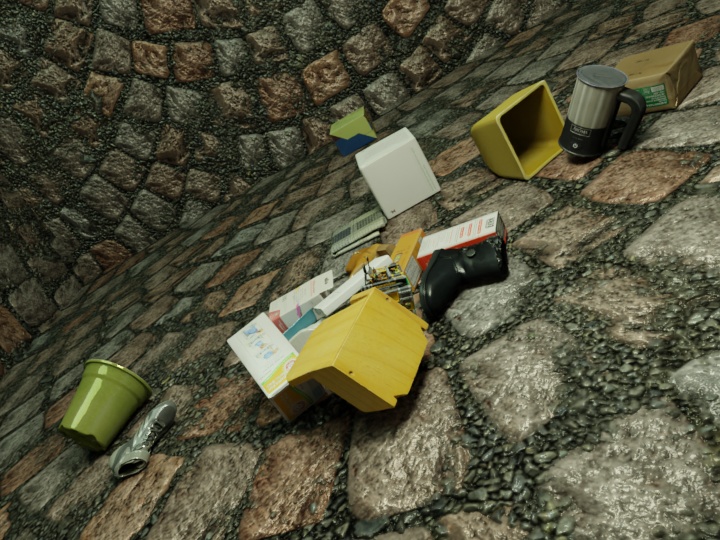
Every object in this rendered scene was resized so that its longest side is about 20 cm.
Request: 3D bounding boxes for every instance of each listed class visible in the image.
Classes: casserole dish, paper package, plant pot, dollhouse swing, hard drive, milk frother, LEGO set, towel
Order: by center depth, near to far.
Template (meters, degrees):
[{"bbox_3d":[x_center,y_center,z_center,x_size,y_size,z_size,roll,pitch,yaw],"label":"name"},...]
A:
[{"bbox_3d":[-0.008,0.166,1.046,0.176,0.181,0.200,-51,7,45],"label":"dollhouse swing"},{"bbox_3d":[0.048,0.071,1.185,0.115,0.155,0.200,-14,32,-1],"label":"LEGO set"},{"bbox_3d":[-0.020,0.038,1.336,0.200,0.027,0.132,-39,6,-12],"label":"hard drive"},{"bbox_3d":[-0.175,0.169,1.363,0.200,0.039,0.121,-42,-3,-25],"label":"casserole dish"},{"bbox_3d":[0.607,-0.407,1.388,0.179,0.189,0.201,15,47,14],"label":"milk frother"},{"bbox_3d":[0.766,-0.503,1.492,0.191,0.104,0.199,-45,27,-24],"label":"paper package"},{"bbox_3d":[-0.693,0.370,1.495,0.199,0.201,0.185,-14,41,34],"label":"plant pot"},{"bbox_3d":[0.427,-0.383,1.575,0.195,0.195,0.200,-38,19,-15],"label":"plant pot"},{"bbox_3d":[-0.005,-0.126,1.799,0.199,0.035,0.193,-29,21,11],"label":"towel"}]

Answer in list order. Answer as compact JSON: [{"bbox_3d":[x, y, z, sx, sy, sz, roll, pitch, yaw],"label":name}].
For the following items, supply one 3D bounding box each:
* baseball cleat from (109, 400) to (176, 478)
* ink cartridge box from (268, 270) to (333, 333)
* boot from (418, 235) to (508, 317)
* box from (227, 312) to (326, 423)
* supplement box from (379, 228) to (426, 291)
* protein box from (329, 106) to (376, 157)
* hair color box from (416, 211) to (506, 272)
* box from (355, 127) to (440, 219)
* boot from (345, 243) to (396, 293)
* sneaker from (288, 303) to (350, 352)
[{"bbox_3d":[-0.503,0.406,1.329,0.200,0.070,0.106,-51,35,-17],"label":"baseball cleat"},{"bbox_3d":[-0.144,0.089,1.490,0.199,0.068,0.117,-30,24,9],"label":"ink cartridge box"},{"bbox_3d":[0.222,0.008,1.188,0.167,0.077,0.201,-12,34,32],"label":"boot"},{"bbox_3d":[-0.177,0.202,1.178,0.101,0.113,0.200,-38,46,-13],"label":"box"},{"bbox_3d":[0.116,-0.020,1.390,0.066,0.069,0.200,-17,26,33],"label":"supplement box"},{"bbox_3d":[-0.035,-0.700,2.815,0.198,0.135,0.200,-27,24,13],"label":"protein box"},{"bbox_3d":[0.240,-0.062,1.324,0.199,0.061,0.102,-19,26,29],"label":"hair color box"},{"bbox_3d":[0.116,-0.314,1.793,0.199,0.200,0.172,-28,24,8],"label":"box"},{"bbox_3d":[0.000,-0.001,1.507,0.144,0.071,0.201,-11,28,52],"label":"boot"},{"bbox_3d":[-0.090,0.147,1.329,0.199,0.076,0.088,-31,9,-10],"label":"sneaker"}]
